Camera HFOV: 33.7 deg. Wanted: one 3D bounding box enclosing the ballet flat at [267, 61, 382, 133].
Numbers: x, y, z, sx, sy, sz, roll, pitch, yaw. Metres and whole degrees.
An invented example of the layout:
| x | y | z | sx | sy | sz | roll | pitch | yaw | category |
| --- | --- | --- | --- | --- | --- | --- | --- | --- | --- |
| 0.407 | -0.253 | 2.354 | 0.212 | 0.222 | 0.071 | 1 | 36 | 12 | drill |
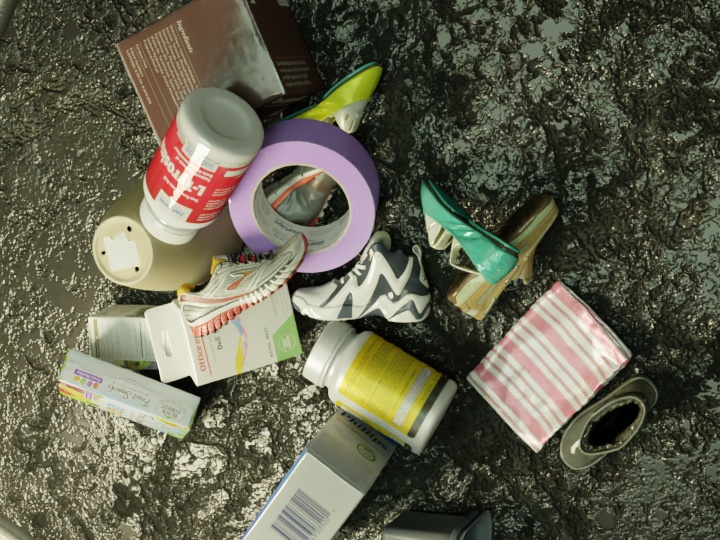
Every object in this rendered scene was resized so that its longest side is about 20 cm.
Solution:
| x | y | z | sx | sy | sz | roll | pitch | yaw | category |
| --- | --- | --- | --- | --- | --- | --- | --- | --- | --- |
| -0.041 | -0.210 | 1.633 | 0.198 | 0.067 | 0.068 | -28 | 84 | 26 | ballet flat |

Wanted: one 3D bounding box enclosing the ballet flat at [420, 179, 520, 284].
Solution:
| x | y | z | sx | sy | sz | roll | pitch | yaw | category |
| --- | --- | --- | --- | --- | --- | --- | --- | --- | --- |
| 0.127 | -0.047 | 1.570 | 0.071 | 0.067 | 0.200 | -54 | 48 | 9 | ballet flat |

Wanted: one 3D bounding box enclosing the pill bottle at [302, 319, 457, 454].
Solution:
| x | y | z | sx | sy | sz | roll | pitch | yaw | category |
| --- | --- | --- | --- | --- | --- | --- | --- | --- | --- |
| 0.026 | 0.157 | 1.658 | 0.198 | 0.114 | 0.115 | 31 | 108 | 9 | pill bottle |

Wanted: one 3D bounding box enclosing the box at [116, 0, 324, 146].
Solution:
| x | y | z | sx | sy | sz | roll | pitch | yaw | category |
| --- | --- | --- | --- | --- | --- | --- | --- | --- | --- |
| -0.187 | -0.275 | 1.613 | 0.198 | 0.166 | 0.166 | -23 | 92 | 20 | box |

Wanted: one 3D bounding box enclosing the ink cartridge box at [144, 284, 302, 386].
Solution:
| x | y | z | sx | sy | sz | roll | pitch | yaw | category |
| --- | --- | --- | --- | --- | --- | --- | --- | --- | --- |
| -0.192 | 0.086 | 1.668 | 0.197 | 0.067 | 0.119 | -17 | 103 | -15 | ink cartridge box |

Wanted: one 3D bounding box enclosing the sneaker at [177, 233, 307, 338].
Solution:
| x | y | z | sx | sy | sz | roll | pitch | yaw | category |
| --- | --- | --- | --- | --- | --- | --- | --- | --- | --- |
| -0.157 | 0.007 | 1.578 | 0.198 | 0.078 | 0.083 | -32 | 98 | 4 | sneaker |

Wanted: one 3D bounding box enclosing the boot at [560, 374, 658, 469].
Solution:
| x | y | z | sx | sy | sz | roll | pitch | yaw | category |
| --- | --- | --- | --- | --- | --- | --- | --- | --- | --- |
| 0.312 | 0.211 | 1.534 | 0.072 | 0.200 | 0.183 | 40 | 109 | 6 | boot |

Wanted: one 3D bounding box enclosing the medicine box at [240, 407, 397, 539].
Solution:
| x | y | z | sx | sy | sz | roll | pitch | yaw | category |
| --- | --- | --- | --- | --- | --- | --- | --- | --- | --- |
| -0.056 | 0.311 | 1.666 | 0.102 | 0.200 | 0.183 | 36 | 108 | 5 | medicine box |

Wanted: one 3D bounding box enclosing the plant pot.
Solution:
| x | y | z | sx | sy | sz | roll | pitch | yaw | category |
| --- | --- | --- | --- | --- | --- | --- | --- | --- | --- |
| -0.285 | -0.046 | 1.666 | 0.184 | 0.200 | 0.191 | 4 | 104 | 17 | plant pot |

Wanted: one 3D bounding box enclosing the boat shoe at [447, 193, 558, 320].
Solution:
| x | y | z | sx | sy | sz | roll | pitch | yaw | category |
| --- | --- | --- | --- | --- | --- | --- | --- | --- | --- |
| 0.206 | -0.014 | 1.602 | 0.076 | 0.072 | 0.200 | 38 | 117 | -8 | boat shoe |

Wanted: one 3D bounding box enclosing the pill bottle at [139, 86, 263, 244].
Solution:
| x | y | z | sx | sy | sz | roll | pitch | yaw | category |
| --- | --- | --- | --- | --- | --- | --- | --- | --- | --- |
| -0.210 | -0.128 | 1.520 | 0.112 | 0.112 | 0.201 | 43 | 132 | 5 | pill bottle |

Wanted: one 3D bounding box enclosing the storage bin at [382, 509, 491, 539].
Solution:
| x | y | z | sx | sy | sz | roll | pitch | yaw | category |
| --- | --- | --- | --- | --- | --- | --- | --- | --- | --- |
| 0.100 | 0.441 | 1.684 | 0.132 | 0.145 | 0.204 | 4 | 102 | 26 | storage bin |

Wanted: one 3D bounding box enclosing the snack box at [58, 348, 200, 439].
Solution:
| x | y | z | sx | sy | sz | roll | pitch | yaw | category |
| --- | --- | --- | --- | --- | --- | --- | --- | --- | --- |
| -0.338 | 0.182 | 1.730 | 0.197 | 0.142 | 0.054 | 22 | 74 | -8 | snack box |

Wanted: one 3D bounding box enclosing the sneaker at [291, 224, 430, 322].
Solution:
| x | y | z | sx | sy | sz | roll | pitch | yaw | category |
| --- | --- | --- | --- | --- | --- | --- | --- | --- | --- |
| 0.000 | 0.000 | 1.655 | 0.196 | 0.079 | 0.132 | 3 | 100 | 16 | sneaker |

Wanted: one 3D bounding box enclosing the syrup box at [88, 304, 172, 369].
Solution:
| x | y | z | sx | sy | sz | roll | pitch | yaw | category |
| --- | --- | --- | --- | --- | --- | --- | --- | --- | --- |
| -0.297 | 0.099 | 1.764 | 0.196 | 0.079 | 0.083 | 0 | 101 | 17 | syrup box |

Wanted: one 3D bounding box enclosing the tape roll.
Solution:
| x | y | z | sx | sy | sz | roll | pitch | yaw | category |
| --- | --- | --- | --- | --- | --- | --- | --- | --- | --- |
| -0.074 | -0.099 | 1.594 | 0.196 | 0.066 | 0.203 | 3 | 124 | 5 | tape roll |

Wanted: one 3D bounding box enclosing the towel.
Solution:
| x | y | z | sx | sy | sz | roll | pitch | yaw | category |
| --- | --- | --- | --- | --- | --- | --- | --- | --- | --- |
| 0.255 | 0.133 | 1.624 | 0.146 | 0.030 | 0.200 | 45 | 110 | 9 | towel |

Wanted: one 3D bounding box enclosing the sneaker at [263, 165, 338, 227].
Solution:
| x | y | z | sx | sy | sz | roll | pitch | yaw | category |
| --- | --- | --- | --- | --- | --- | --- | --- | --- | --- |
| -0.066 | -0.108 | 1.668 | 0.198 | 0.077 | 0.082 | -30 | 109 | 25 | sneaker |
